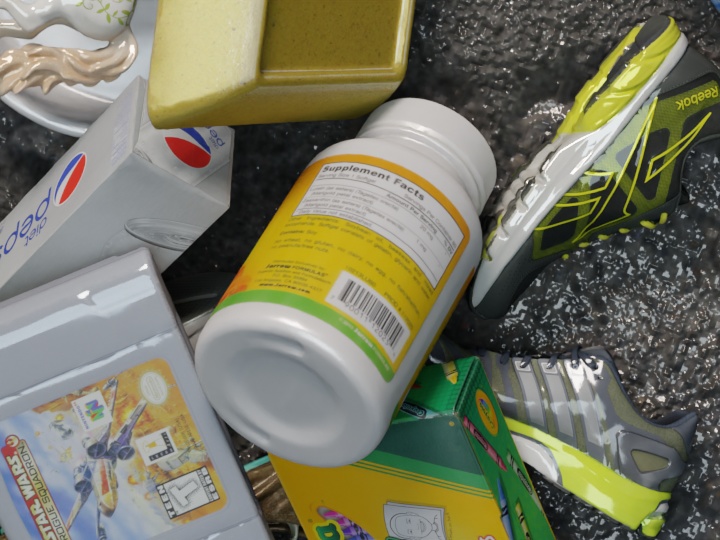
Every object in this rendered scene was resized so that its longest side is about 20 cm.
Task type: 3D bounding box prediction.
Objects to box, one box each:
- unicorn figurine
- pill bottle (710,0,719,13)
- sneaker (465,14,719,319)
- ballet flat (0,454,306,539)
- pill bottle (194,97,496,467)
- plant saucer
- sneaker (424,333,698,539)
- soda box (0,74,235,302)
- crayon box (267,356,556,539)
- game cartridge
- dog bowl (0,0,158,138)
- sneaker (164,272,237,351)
[{"bbox_3d":[-0.150,-0.194,1.466,0.137,0.074,0.201,0,114,-4],"label":"unicorn figurine"},{"bbox_3d":[0.243,-0.166,1.482,0.112,0.112,0.200,-37,94,11],"label":"pill bottle"},{"bbox_3d":[0.136,-0.043,1.535,0.084,0.075,0.200,35,105,-8],"label":"sneaker"},{"bbox_3d":[-0.105,0.156,1.576,0.199,0.068,0.073,-14,82,-15],"label":"ballet flat"},{"bbox_3d":[0.000,0.000,1.489,0.111,0.200,0.111,17,139,16],"label":"pill bottle"},{"bbox_3d":[-0.024,-0.172,1.466,0.048,0.200,0.201,16,103,33],"label":"plant saucer"},{"bbox_3d":[0.103,0.070,1.568,0.199,0.074,0.081,31,92,-6],"label":"sneaker"},{"bbox_3d":[-0.153,-0.016,1.527,0.068,0.064,0.200,29,129,-25],"label":"soda box"},{"bbox_3d":[0.041,0.152,1.543,0.118,0.058,0.201,-12,119,24],"label":"crayon box"},{"bbox_3d":[-0.138,0.102,1.495,0.133,0.042,0.201,-24,108,-3],"label":"game cartridge"},{"bbox_3d":[-0.134,-0.177,1.536,0.199,0.079,0.201,1,100,5],"label":"dog bowl"},{"bbox_3d":[-0.133,0.074,1.594,0.200,0.071,0.080,-35,111,13],"label":"sneaker"}]
